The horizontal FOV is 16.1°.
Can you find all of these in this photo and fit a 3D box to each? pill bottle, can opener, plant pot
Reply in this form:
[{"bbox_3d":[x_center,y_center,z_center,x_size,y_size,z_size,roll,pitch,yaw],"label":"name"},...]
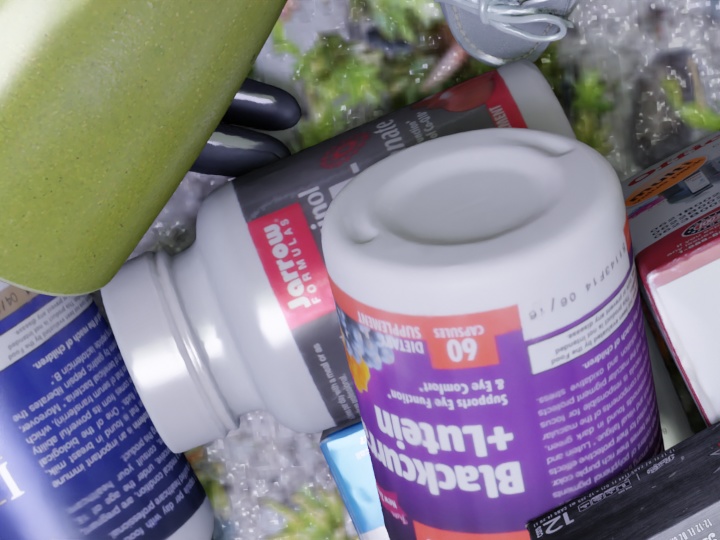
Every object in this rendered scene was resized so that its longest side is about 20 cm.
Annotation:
[{"bbox_3d":[0.000,0.000,1.043,0.200,0.111,0.111,-23,99,1],"label":"pill bottle"},{"bbox_3d":[0.057,0.058,0.957,0.111,0.111,0.200,-11,119,4],"label":"pill bottle"},{"bbox_3d":[-0.132,0.091,1.068,0.116,0.116,0.200,-29,98,6],"label":"pill bottle"},{"bbox_3d":[-0.124,-0.074,1.075,0.200,0.079,0.063,4,62,-2],"label":"can opener"},{"bbox_3d":[-0.096,-0.125,0.920,0.187,0.187,0.200,43,109,-6],"label":"plant pot"}]

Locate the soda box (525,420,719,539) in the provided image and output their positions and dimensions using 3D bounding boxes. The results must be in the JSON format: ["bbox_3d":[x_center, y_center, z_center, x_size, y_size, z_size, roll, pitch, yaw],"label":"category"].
[{"bbox_3d":[0.160,0.077,0.876,0.200,0.071,0.063,-30,104,6],"label":"soda box"}]

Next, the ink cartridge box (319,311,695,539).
[{"bbox_3d":[0.088,0.127,1.084,0.144,0.084,0.200,-22,98,6],"label":"ink cartridge box"}]

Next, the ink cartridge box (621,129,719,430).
[{"bbox_3d":[0.194,0.014,1.002,0.145,0.200,0.145,-27,99,5],"label":"ink cartridge box"}]

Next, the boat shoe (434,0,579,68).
[{"bbox_3d":[0.060,-0.139,0.992,0.074,0.202,0.065,18,60,2],"label":"boat shoe"}]
